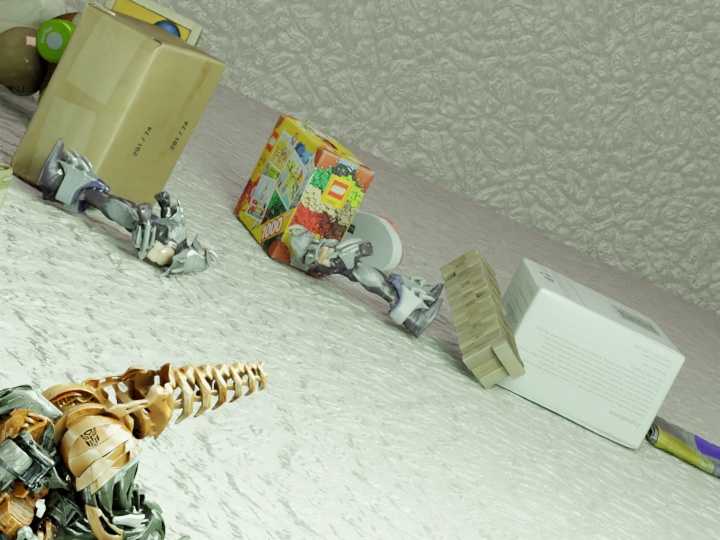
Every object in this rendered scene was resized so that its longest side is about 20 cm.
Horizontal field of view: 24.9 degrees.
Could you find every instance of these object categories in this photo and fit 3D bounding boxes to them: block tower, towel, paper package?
[{"bbox_3d":[0.140,0.054,1.906,0.054,0.058,0.200,53,14,-32],"label":"block tower"},{"bbox_3d":[0.446,0.236,2.082,0.199,0.023,0.144,26,8,-2],"label":"towel"},{"bbox_3d":[-0.263,-0.172,1.787,0.103,0.201,0.191,30,8,16],"label":"paper package"}]

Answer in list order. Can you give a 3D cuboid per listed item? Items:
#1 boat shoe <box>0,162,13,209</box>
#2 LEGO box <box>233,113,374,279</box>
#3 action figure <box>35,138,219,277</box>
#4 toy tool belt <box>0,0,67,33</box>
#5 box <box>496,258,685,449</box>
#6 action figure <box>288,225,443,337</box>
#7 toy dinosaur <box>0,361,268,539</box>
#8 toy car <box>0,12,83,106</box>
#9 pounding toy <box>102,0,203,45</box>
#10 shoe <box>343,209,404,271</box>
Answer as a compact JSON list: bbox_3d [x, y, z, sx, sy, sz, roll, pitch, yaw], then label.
[{"bbox_3d":[-0.385,-0.084,1.368,0.073,0.063,0.200,35,12,38],"label":"boat shoe"},{"bbox_3d":[-0.075,-0.097,2.062,0.077,0.149,0.200,23,9,-24],"label":"LEGO box"},{"bbox_3d":[-0.229,-0.055,1.646,0.199,0.070,0.130,30,4,0],"label":"action figure"},{"bbox_3d":[-0.488,-0.311,2.241,0.199,0.124,0.125,0,14,27],"label":"toy tool belt"},{"bbox_3d":[0.266,0.098,1.993,0.199,0.131,0.199,25,9,-5],"label":"box"},{"bbox_3d":[0.000,0.000,1.924,0.199,0.070,0.130,30,2,-7],"label":"action figure"},{"bbox_3d":[-0.133,0.103,0.779,0.199,0.136,0.102,-16,35,-5],"label":"toy dinosaur"},{"bbox_3d":[-0.427,-0.252,2.106,0.199,0.159,0.164,1,5,14],"label":"toy car"},{"bbox_3d":[-0.377,-0.344,2.573,0.199,0.185,0.142,26,-3,-8],"label":"pounding toy"},{"bbox_3d":[0.027,-0.044,2.297,0.091,0.072,0.200,14,10,-34],"label":"shoe"}]
